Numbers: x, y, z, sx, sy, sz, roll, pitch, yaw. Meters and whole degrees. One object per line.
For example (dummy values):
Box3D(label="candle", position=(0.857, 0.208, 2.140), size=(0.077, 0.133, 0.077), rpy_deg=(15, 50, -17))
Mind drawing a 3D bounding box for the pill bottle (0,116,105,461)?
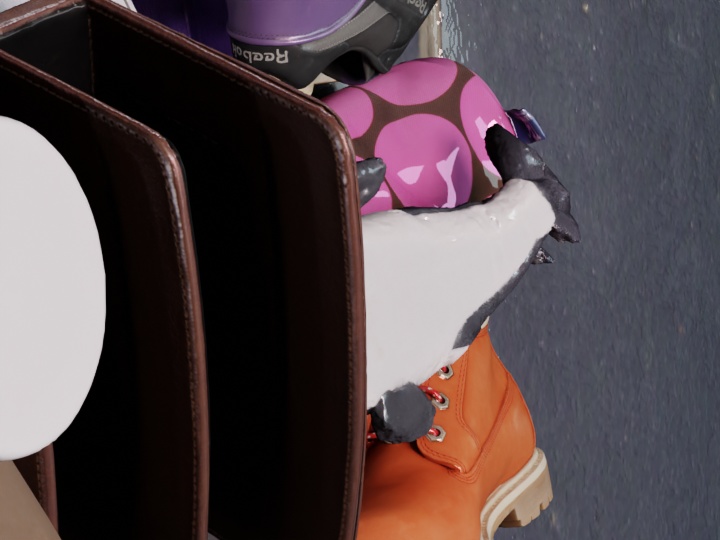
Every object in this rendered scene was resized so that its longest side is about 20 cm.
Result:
Box3D(label="pill bottle", position=(-0.169, 0.010, 0.541), size=(0.111, 0.199, 0.111), rpy_deg=(15, 73, -60))

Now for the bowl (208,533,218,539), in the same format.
Box3D(label="bowl", position=(-0.025, 0.120, 0.925), size=(0.201, 0.090, 0.202), rpy_deg=(13, 76, -62))

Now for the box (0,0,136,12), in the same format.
Box3D(label="box", position=(-0.156, -0.122, 0.738), size=(0.200, 0.060, 0.117), rpy_deg=(66, 34, -34))

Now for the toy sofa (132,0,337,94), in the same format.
Box3D(label="toy sofa", position=(-0.065, -0.168, 0.898), size=(0.098, 0.083, 0.201), rpy_deg=(-17, 101, -63))

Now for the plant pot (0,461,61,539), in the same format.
Box3D(label="plant pot", position=(-0.142, 0.143, 0.624), size=(0.200, 0.200, 0.175), rpy_deg=(2, 66, -63))

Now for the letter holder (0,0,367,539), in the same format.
Box3D(label="letter holder", position=(-0.079, 0.032, 0.690), size=(0.100, 0.142, 0.201), rpy_deg=(-31, 135, -39))

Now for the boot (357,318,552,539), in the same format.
Box3D(label="boot", position=(0.018, 0.070, 0.850), size=(0.200, 0.075, 0.108), rpy_deg=(-36, 115, -68))

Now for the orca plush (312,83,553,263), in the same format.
Box3D(label="orca plush", position=(0.015, -0.029, 1.068), size=(0.105, 0.071, 0.200), rpy_deg=(47, 9, 24))

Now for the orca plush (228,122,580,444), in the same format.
Box3D(label="orca plush", position=(0.000, 0.000, 0.820), size=(0.200, 0.071, 0.105), rpy_deg=(-48, 121, -40))

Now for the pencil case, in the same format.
Box3D(label="pencil case", position=(-0.018, -0.022, 0.893), size=(0.200, 0.091, 0.094), rpy_deg=(-27, 90, -34))

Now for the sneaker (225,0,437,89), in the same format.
Box3D(label="sneaker", position=(0.002, -0.126, 0.877), size=(0.200, 0.075, 0.088), rpy_deg=(-24, 124, -55))
